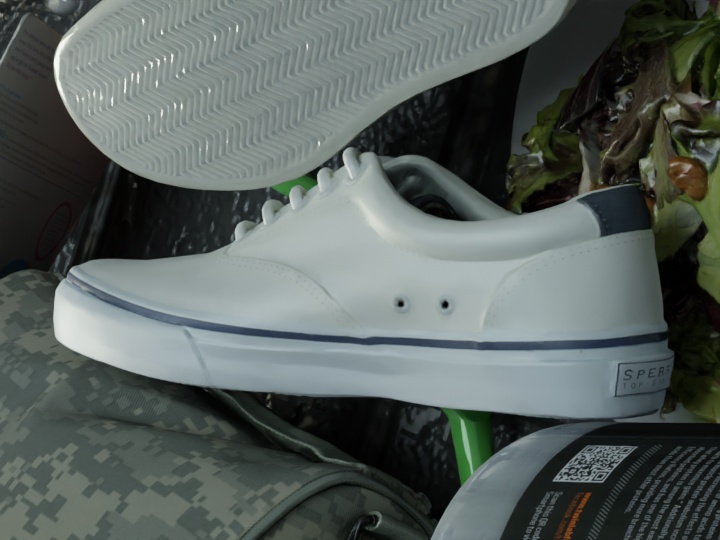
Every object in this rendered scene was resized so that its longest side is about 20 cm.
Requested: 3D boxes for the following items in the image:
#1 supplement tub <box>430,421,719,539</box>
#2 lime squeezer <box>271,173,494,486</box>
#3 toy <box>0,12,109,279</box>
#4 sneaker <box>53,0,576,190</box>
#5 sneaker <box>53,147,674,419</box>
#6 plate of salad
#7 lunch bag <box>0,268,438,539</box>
[{"bbox_3d":[0.119,0.098,0.716,0.200,0.122,0.123,-3,78,46],"label":"supplement tub"},{"bbox_3d":[0.015,0.020,0.901,0.071,0.038,0.200,-43,55,26],"label":"lime squeezer"},{"bbox_3d":[-0.154,0.008,0.991,0.047,0.115,0.200,25,88,16],"label":"toy"},{"bbox_3d":[0.007,-0.091,0.868,0.200,0.116,0.074,-15,113,40],"label":"sneaker"},{"bbox_3d":[0.000,0.000,0.845,0.200,0.073,0.071,3,93,28],"label":"sneaker"},{"bbox_3d":[0.110,-0.045,0.814,0.200,0.048,0.200,-12,73,43],"label":"plate of salad"},{"bbox_3d":[-0.082,0.103,0.906,0.200,0.139,0.168,30,92,44],"label":"lunch bag"}]
